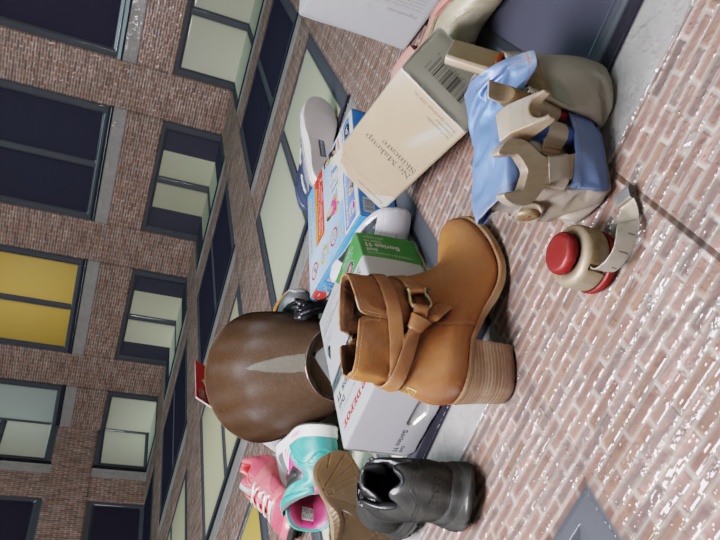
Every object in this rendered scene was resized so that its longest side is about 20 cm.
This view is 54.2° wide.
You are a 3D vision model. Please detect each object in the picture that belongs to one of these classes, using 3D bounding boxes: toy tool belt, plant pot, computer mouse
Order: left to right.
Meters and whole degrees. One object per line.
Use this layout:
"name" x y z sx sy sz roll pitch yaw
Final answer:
"plant pot" -0.087 0.135 0.957 0.199 0.184 0.191 -19 61 51
"computer mouse" 0.000 0.000 0.884 0.201 0.108 0.044 -52 50 37
"toy tool belt" 0.121 -0.084 0.536 0.125 0.121 0.204 132 143 -55

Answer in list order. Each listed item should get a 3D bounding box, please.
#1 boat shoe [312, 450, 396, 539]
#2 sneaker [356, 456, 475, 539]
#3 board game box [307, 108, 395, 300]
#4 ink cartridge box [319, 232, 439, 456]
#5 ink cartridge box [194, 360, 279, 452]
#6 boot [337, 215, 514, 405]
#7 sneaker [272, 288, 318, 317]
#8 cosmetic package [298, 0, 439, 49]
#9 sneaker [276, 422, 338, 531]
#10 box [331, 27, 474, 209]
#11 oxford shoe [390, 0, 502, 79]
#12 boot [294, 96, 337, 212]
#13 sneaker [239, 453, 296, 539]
"boat shoe" -0.002 0.300 0.784 0.201 0.071 0.073 -122 15 -48
"sneaker" 0.031 0.211 0.679 0.200 0.089 0.077 133 150 -57
"board game box" -0.019 -0.089 1.023 0.197 0.055 0.203 123 150 -48
"ink cartridge box" 0.024 0.078 0.778 0.202 0.081 0.148 -107 33 -51
"ink cartridge box" -0.181 0.204 1.124 0.045 0.175 0.200 -51 16 -2
"boot" 0.050 0.023 0.628 0.077 0.152 0.204 131 145 -54
"sneaker" -0.102 0.127 1.122 0.077 0.077 0.204 -127 40 -65
"cosmetic package" 0.031 -0.426 0.897 0.200 0.162 0.168 142 136 -61
"sneaker" -0.071 0.288 0.947 0.201 0.082 0.123 118 155 -61
"box" 0.053 -0.157 0.772 0.078 0.095 0.200 -50 4 -29
"oxford shoe" 0.106 -0.242 0.769 0.200 0.070 0.075 -46 63 56
"boot" -0.087 -0.206 1.241 0.090 0.072 0.203 -45 39 48
"sneaker" -0.146 0.354 1.099 0.200 0.085 0.075 -137 59 -67
